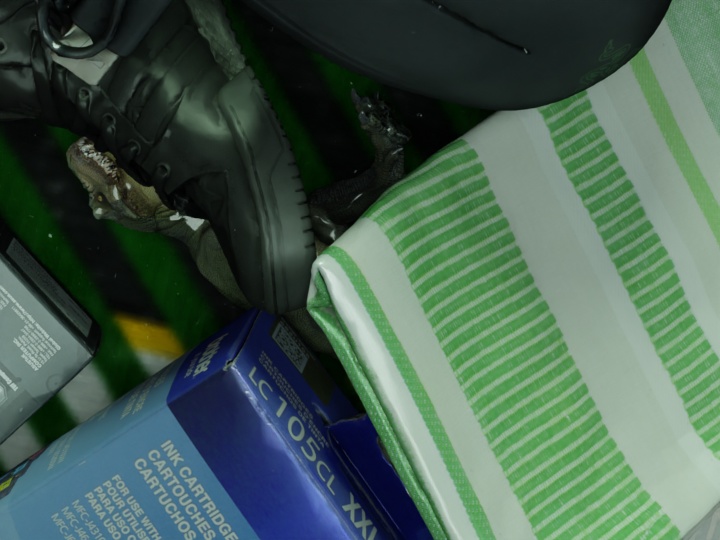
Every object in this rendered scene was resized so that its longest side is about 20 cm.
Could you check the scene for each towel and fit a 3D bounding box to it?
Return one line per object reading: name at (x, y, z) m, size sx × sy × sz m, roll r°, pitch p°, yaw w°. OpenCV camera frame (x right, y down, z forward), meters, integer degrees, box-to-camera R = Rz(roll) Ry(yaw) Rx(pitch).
towel at (0.083, 0.013, 0.860) m, size 0.200 × 0.023 × 0.153 m, roll -34°, pitch 101°, yaw -32°

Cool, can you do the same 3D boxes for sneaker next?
sneaker at (-0.090, -0.064, 0.848) m, size 0.104 × 0.060 × 0.201 m, roll -18°, pitch 69°, yaw -9°

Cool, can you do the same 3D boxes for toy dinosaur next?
toy dinosaur at (0.000, 0.000, 0.899) m, size 0.200 × 0.047 × 0.088 m, roll 40°, pitch 111°, yaw -8°

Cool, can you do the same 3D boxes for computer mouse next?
computer mouse at (0.016, -0.085, 0.789) m, size 0.199 × 0.053 × 0.139 m, roll 10°, pitch 137°, yaw -36°

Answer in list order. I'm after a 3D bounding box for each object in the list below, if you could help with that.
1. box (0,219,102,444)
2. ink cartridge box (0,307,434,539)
box at (-0.207, 0.005, 0.889) m, size 0.158 × 0.051 × 0.200 m, roll -43°, pitch 99°, yaw 5°
ink cartridge box at (-0.050, 0.105, 0.880) m, size 0.200 × 0.076 × 0.137 m, roll -33°, pitch 99°, yaw 15°
